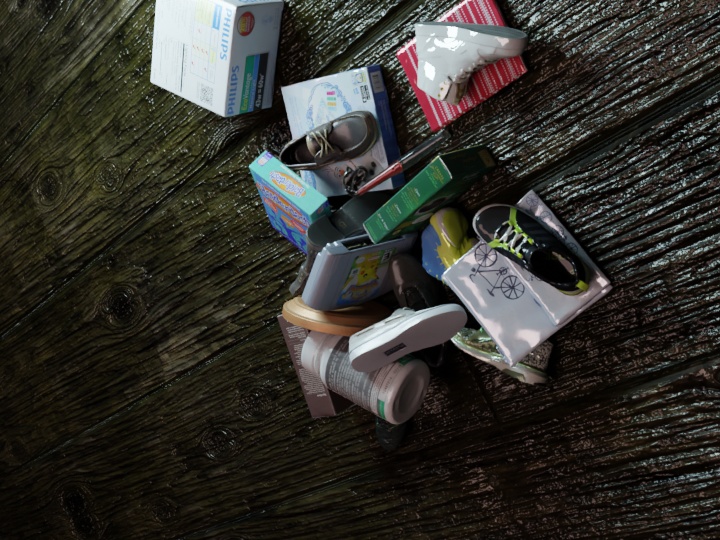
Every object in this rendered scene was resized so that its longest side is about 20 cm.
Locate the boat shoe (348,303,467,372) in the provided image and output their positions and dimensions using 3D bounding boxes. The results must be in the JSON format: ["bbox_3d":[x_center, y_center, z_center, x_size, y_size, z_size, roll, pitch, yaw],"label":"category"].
[{"bbox_3d":[0.070,0.092,1.575,0.199,0.072,0.066,-29,45,19],"label":"boat shoe"}]

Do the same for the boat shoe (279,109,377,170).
[{"bbox_3d":[-0.055,-0.202,1.645,0.200,0.073,0.075,-22,92,44],"label":"boat shoe"}]

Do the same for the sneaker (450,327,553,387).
[{"bbox_3d":[0.226,0.111,1.598,0.200,0.077,0.089,27,91,34],"label":"sneaker"}]

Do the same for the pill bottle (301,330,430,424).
[{"bbox_3d":[0.005,0.163,1.667,0.199,0.113,0.114,25,121,31],"label":"pill bottle"}]

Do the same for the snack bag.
[{"bbox_3d":[0.240,0.013,1.505,0.200,0.021,0.189,-41,78,15],"label":"snack bag"}]

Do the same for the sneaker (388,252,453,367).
[{"bbox_3d":[0.101,0.065,1.641,0.076,0.091,0.201,-24,100,11],"label":"sneaker"}]

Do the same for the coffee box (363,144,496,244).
[{"bbox_3d":[0.106,-0.118,1.564,0.200,0.123,0.044,-40,75,44],"label":"coffee box"}]

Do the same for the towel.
[{"bbox_3d":[0.149,-0.314,1.518,0.200,0.022,0.145,-29,84,42],"label":"towel"}]

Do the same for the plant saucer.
[{"bbox_3d":[-0.032,0.071,1.705,0.200,0.200,0.032,15,103,37],"label":"plant saucer"}]

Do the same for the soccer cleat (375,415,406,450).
[{"bbox_3d":[0.046,0.235,1.777,0.067,0.081,0.201,25,121,33],"label":"soccer cleat"}]

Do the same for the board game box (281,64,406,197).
[{"bbox_3d":[-0.030,-0.228,1.695,0.198,0.043,0.201,-3,104,41],"label":"board game box"}]

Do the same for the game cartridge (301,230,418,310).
[{"bbox_3d":[0.000,0.000,1.647,0.040,0.199,0.134,49,133,28],"label":"game cartridge"}]

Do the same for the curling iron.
[{"bbox_3d":[0.055,-0.172,1.604,0.199,0.026,0.050,-24,120,20],"label":"curling iron"}]

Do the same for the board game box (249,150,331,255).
[{"bbox_3d":[-0.107,-0.098,1.742,0.152,0.045,0.200,39,163,25],"label":"board game box"}]

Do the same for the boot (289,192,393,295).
[{"bbox_3d":[-0.027,-0.040,1.702,0.069,0.199,0.174,58,157,24],"label":"boot"}]

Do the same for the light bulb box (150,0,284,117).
[{"bbox_3d":[-0.254,-0.399,1.774,0.200,0.125,0.199,28,122,30],"label":"light bulb box"}]

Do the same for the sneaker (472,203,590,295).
[{"bbox_3d":[0.248,-0.036,1.448,0.200,0.083,0.072,34,97,16],"label":"sneaker"}]

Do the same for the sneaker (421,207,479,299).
[{"bbox_3d":[0.160,0.001,1.606,0.105,0.075,0.201,-33,78,58],"label":"sneaker"}]

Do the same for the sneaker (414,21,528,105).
[{"bbox_3d":[0.159,-0.295,1.459,0.200,0.073,0.116,20,117,46],"label":"sneaker"}]

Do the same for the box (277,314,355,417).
[{"bbox_3d":[-0.065,0.155,1.835,0.075,0.100,0.201,-16,94,45],"label":"box"}]
